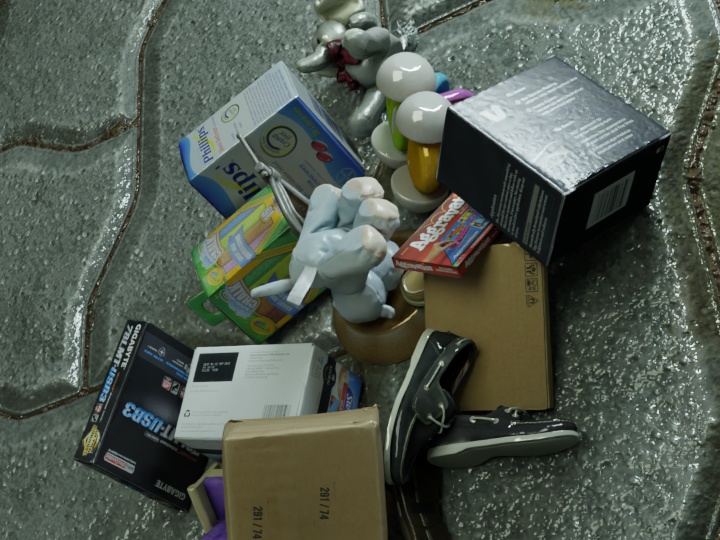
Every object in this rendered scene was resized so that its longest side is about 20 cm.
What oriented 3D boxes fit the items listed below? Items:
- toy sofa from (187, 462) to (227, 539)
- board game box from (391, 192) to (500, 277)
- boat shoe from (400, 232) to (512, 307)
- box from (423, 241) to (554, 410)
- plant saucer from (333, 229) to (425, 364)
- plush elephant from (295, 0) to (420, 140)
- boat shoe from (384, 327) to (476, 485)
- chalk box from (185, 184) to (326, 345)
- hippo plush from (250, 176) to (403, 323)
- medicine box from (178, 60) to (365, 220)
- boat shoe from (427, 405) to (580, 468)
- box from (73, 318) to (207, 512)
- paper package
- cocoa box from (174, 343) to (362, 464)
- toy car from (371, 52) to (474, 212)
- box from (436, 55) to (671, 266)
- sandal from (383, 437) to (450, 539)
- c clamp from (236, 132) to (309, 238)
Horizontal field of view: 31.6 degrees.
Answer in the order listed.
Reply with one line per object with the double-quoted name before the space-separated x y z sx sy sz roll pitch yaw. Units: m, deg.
"toy sofa" -0.124 0.301 1.604 0.198 0.084 0.098 -6 23 32
"board game box" 0.134 -0.062 1.588 0.102 0.020 0.200 7 40 40
"boat shoe" 0.133 -0.030 1.624 0.199 0.076 0.072 -34 62 0
"box" 0.153 0.070 1.555 0.161 0.021 0.203 -4 86 29
"plant saucer" 0.039 0.027 1.710 0.198 0.035 0.203 -17 56 26
"plush elephant" -0.020 -0.319 1.877 0.153 0.166 0.200 12 42 25
"boat shoe" 0.079 0.162 1.505 0.067 0.072 0.202 13 63 23
"chalk box" -0.152 0.006 1.784 0.200 0.124 0.124 -41 37 8
"hippo plush" 0.000 0.000 1.619 0.158 0.161 0.202 7 60 43
"medicine box" -0.127 -0.160 1.828 0.199 0.182 0.103 -37 40 11
"boat shoe" 0.166 0.190 1.505 0.198 0.074 0.061 -16 60 37
"box" -0.273 0.198 1.716 0.049 0.200 0.201 2 64 37
"paper package" -0.063 0.270 1.477 0.187 0.103 0.203 -5 94 1
"cocoa box" -0.119 0.182 1.663 0.198 0.131 0.135 -4 62 33
"toy car" 0.102 -0.194 1.733 0.148 0.176 0.201 -12 49 -13
"box" 0.231 -0.138 1.541 0.195 0.118 0.200 -28 53 -31
"sandal" 0.062 0.282 1.532 0.054 0.081 0.202 -39 52 38
"c clamp" -0.082 -0.089 1.748 0.027 0.200 0.172 -36 53 11
